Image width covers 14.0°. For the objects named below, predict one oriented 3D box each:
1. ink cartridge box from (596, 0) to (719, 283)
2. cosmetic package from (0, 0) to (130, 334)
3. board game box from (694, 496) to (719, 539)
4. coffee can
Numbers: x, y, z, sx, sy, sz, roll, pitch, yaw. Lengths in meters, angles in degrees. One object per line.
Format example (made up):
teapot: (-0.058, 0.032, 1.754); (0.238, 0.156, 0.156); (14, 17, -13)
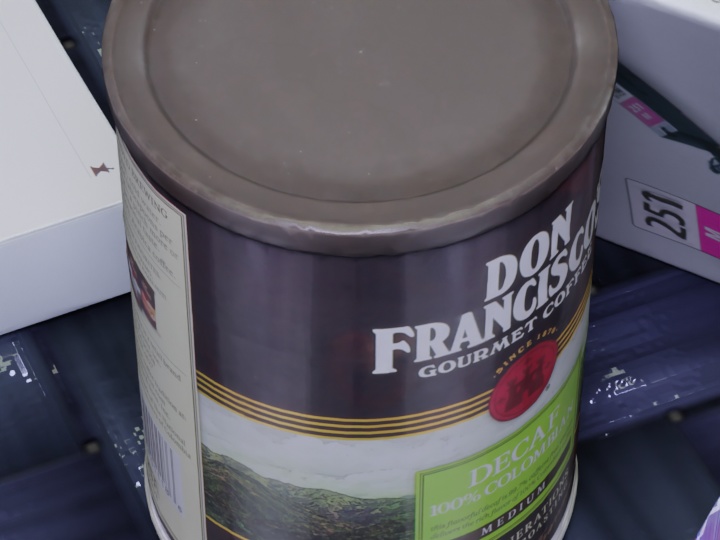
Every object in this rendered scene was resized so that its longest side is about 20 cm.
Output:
ink cartridge box: (0.060, -0.075, 0.974); (0.173, 0.200, 0.044); (21, 71, 18)
cosmetic package: (-0.180, -0.053, 1.047); (0.150, 0.052, 0.200); (-20, 50, -16)
board game box: (0.186, 0.122, 0.839); (0.158, 0.039, 0.200); (-29, 82, -15)
coffee can: (0.000, 0.000, 0.897); (0.146, 0.200, 0.147); (0, 49, 0)
